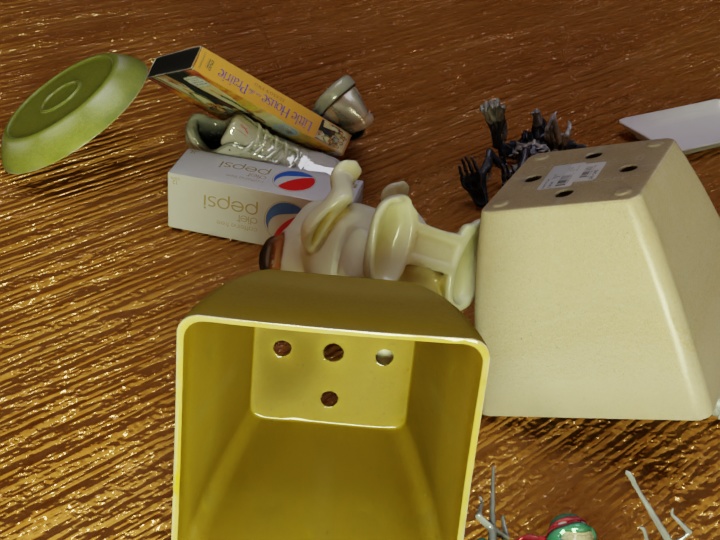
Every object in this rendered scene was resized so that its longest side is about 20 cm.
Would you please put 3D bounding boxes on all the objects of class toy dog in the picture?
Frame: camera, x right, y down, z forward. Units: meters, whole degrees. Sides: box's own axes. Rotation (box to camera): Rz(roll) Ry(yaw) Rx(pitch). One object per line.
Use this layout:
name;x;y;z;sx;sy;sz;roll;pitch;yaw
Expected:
toy dog;0.000;0.000;0.981;0.139;0.195;0.200;3;12;-37

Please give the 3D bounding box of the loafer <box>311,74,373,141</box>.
loafer;-0.021;-0.174;1.270;0.063;0.072;0.200;48;-4;0

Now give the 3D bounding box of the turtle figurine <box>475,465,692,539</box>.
turtle figurine;0.153;0.218;0.703;0.149;0.101;0.201;-11;49;1

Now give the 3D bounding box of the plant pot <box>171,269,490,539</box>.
plant pot;-0.024;0.098;0.792;0.199;0.201;0.177;5;21;-2

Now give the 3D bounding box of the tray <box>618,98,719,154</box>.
tray;0.453;-0.189;1.456;0.199;0.022;0.107;-14;38;-29

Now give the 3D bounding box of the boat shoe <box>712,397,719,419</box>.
boat shoe;0.354;0.067;0.999;0.065;0.075;0.202;32;44;26

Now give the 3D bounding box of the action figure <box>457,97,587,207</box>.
action figure;0.196;-0.150;1.283;0.118;0.102;0.200;9;32;26

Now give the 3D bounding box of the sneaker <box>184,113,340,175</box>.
sneaker;-0.111;-0.124;1.181;0.199;0.100;0.078;12;60;18

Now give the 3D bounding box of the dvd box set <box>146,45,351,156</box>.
dvd box set;-0.126;-0.183;1.205;0.200;0.030;0.146;27;-9;-30

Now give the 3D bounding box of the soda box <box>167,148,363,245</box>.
soda box;-0.100;-0.070;1.139;0.199;0.068;0.064;11;33;8

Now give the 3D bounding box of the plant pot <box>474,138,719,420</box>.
plant pot;0.206;-0.003;0.922;0.199;0.178;0.200;-3;25;32

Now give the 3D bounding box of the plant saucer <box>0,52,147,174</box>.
plant saucer;-0.333;-0.188;1.225;0.199;0.031;0.200;-22;34;16
